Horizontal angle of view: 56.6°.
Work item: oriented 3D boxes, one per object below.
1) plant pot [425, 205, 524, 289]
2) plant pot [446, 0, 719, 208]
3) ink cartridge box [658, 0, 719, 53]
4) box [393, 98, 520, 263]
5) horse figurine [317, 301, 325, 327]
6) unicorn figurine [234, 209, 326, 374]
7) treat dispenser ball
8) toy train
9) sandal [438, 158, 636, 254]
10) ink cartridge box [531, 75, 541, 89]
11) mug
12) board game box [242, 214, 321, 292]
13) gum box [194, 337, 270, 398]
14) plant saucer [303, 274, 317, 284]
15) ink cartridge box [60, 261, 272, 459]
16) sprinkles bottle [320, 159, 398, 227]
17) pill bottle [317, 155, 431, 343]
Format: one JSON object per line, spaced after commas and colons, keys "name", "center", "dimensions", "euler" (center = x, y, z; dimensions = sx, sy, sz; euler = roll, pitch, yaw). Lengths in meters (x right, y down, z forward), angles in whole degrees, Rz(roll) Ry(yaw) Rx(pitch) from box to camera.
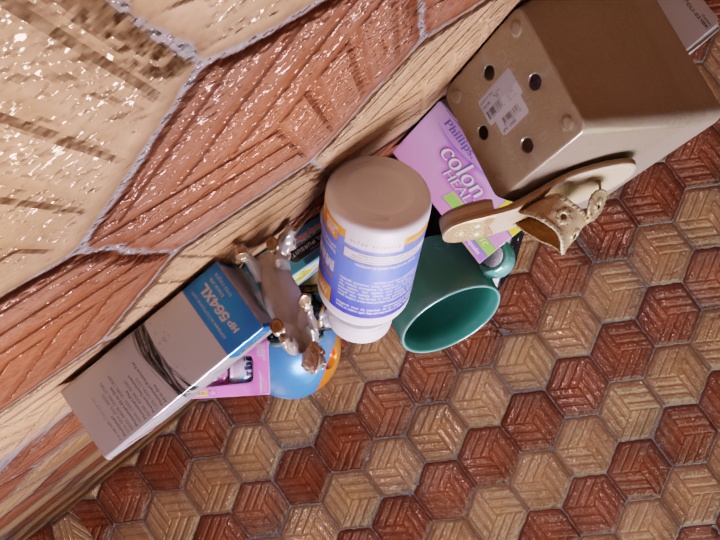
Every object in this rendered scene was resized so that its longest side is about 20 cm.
{"name": "plant pot", "center": [0.168, -0.073, 1.064], "dimensions": [0.199, 0.174, 0.205], "euler": [-37, 144, -57]}
{"name": "plant pot", "center": [0.212, -0.181, 0.711], "dimensions": [0.174, 0.204, 0.199], "euler": [-18, 167, -35]}
{"name": "ink cartridge box", "center": [0.357, -0.311, 0.912], "dimensions": [0.083, 0.145, 0.200], "euler": [-36, 175, -21]}
{"name": "box", "center": [0.167, -0.137, 0.864], "dimensions": [0.096, 0.177, 0.199], "euler": [-41, 177, 38]}
{"name": "horse figurine", "center": [0.000, 0.000, 0.935], "dimensions": [0.199, 0.049, 0.136], "euler": [-28, 135, -55]}
{"name": "unicorn figurine", "center": [-0.079, 0.014, 0.690], "dimensions": [0.072, 0.205, 0.138], "euler": [-10, 164, 2]}
{"name": "treat dispenser ball", "center": [-0.135, 0.147, 1.307], "dimensions": [0.199, 0.203, 0.201], "euler": [-38, 178, -2]}
{"name": "toy train", "center": [-0.105, 0.062, 1.022], "dimensions": [0.196, 0.087, 0.113], "euler": [-6, -161, 39]}
{"name": "sandal", "center": [0.189, -0.046, 0.690], "dimensions": [0.206, 0.071, 0.078], "euler": [-15, 159, 9]}
{"name": "ink cartridge box", "center": [0.310, -0.233, 1.063], "dimensions": [0.136, 0.199, 0.077], "euler": [-38, 140, -21]}
{"name": "mug", "center": [0.119, 0.019, 0.944], "dimensions": [0.181, 0.116, 0.153], "euler": [-22, 147, -6]}
{"name": "board game box", "center": [-0.089, -0.009, 0.895], "dimensions": [0.199, 0.047, 0.151], "euler": [-38, 177, -36]}
{"name": "gum box", "center": [-0.177, 0.122, 0.879], "dimensions": [0.110, 0.068, 0.200], "euler": [-3, 178, -10]}
{"name": "plant saucer", "center": [-0.065, -0.009, 1.467], "dimensions": [0.199, 0.036, 0.200], "euler": [-39, 177, -2]}
{"name": "ink cartridge box", "center": [-0.189, 0.088, 0.702], "dimensions": [0.198, 0.085, 0.146], "euler": [-38, 178, -2]}
{"name": "sprinkles bottle", "center": [0.030, -0.097, 0.868], "dimensions": [0.199, 0.069, 0.068], "euler": [-38, 178, -44]}
{"name": "pill bottle", "center": [0.008, -0.012, 0.731], "dimensions": [0.111, 0.111, 0.203], "euler": [-36, 152, -34]}
